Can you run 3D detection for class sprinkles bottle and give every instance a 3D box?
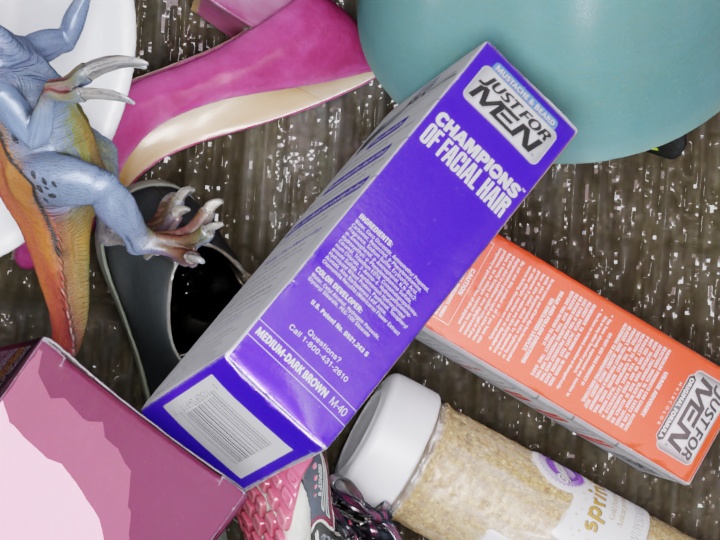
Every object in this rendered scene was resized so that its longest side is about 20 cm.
[{"bbox_3d":[0.086,0.126,1.413,0.199,0.068,0.069,29,87,-8],"label":"sprinkles bottle"}]

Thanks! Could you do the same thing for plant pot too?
[{"bbox_3d":[0.094,-0.177,1.315,0.199,0.161,0.201,-1,50,2],"label":"plant pot"}]

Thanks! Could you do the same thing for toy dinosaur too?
[{"bbox_3d":[-0.144,-0.062,1.223,0.181,0.105,0.200,34,99,-21],"label":"toy dinosaur"}]

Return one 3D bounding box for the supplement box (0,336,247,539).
[{"bbox_3d":[-0.136,0.097,1.249,0.110,0.200,0.086,39,78,-10],"label":"supplement box"}]

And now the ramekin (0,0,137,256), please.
[{"bbox_3d":[-0.209,-0.105,1.272,0.199,0.098,0.202,-15,118,-30],"label":"ramekin"}]

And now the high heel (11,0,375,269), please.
[{"bbox_3d":[-0.080,-0.060,1.389,0.096,0.067,0.200,38,73,4],"label":"high heel"}]

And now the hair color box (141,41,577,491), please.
[{"bbox_3d":[0.000,0.000,1.248,0.065,0.109,0.200,42,63,-8],"label":"hair color box"}]

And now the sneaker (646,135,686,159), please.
[{"bbox_3d":[0.122,-0.088,1.410,0.199,0.074,0.088,-26,88,-11],"label":"sneaker"}]

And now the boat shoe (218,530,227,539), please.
[{"bbox_3d":[-0.097,0.194,1.344,0.061,0.075,0.201,0,77,15],"label":"boat shoe"}]

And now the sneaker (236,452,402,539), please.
[{"bbox_3d":[-0.015,0.130,1.353,0.074,0.200,0.081,-23,56,-5],"label":"sneaker"}]

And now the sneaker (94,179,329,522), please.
[{"bbox_3d":[-0.063,0.060,1.354,0.075,0.106,0.201,-31,114,-7],"label":"sneaker"}]

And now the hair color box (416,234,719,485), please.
[{"bbox_3d":[0.080,0.028,1.394,0.199,0.101,0.061,31,86,-8],"label":"hair color box"}]
